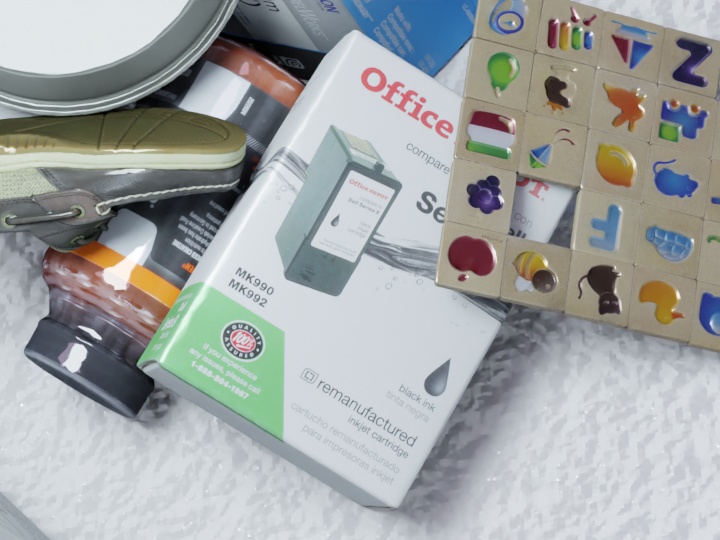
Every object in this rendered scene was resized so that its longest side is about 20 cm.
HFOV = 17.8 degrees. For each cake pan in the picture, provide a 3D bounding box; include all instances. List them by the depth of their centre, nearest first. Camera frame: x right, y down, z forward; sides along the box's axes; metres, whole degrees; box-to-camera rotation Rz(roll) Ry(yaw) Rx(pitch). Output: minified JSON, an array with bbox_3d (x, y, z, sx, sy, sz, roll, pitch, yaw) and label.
[{"bbox_3d":[-0.154,-0.181,1.173,0.199,0.037,0.201,0,86,3],"label":"cake pan"}]

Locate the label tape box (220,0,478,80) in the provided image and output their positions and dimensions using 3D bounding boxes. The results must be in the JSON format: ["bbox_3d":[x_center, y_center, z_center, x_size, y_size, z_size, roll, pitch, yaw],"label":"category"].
[{"bbox_3d":[-0.015,-0.155,1.248,0.199,0.143,0.066,16,74,26],"label":"label tape box"}]

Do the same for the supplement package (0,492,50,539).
[{"bbox_3d":[-0.272,0.151,1.208,0.200,0.151,0.152,38,85,29],"label":"supplement package"}]

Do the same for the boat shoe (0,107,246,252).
[{"bbox_3d":[-0.154,-0.043,1.180,0.200,0.072,0.066,-1,109,10],"label":"boat shoe"}]

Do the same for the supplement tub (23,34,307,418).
[{"bbox_3d":[-0.102,-0.022,1.245,0.107,0.107,0.201,24,78,28],"label":"supplement tub"}]

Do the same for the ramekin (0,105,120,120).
[{"bbox_3d":[-0.200,-0.133,1.283,0.097,0.201,0.201,-2,67,10],"label":"ramekin"}]

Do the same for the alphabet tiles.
[{"bbox_3d":[0.144,-0.048,1.160,0.199,0.008,0.168,13,70,-10],"label":"alphabet tiles"}]

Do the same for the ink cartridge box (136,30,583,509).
[{"bbox_3d":[0.000,0.000,1.175,0.146,0.084,0.201,31,79,-7],"label":"ink cartridge box"}]
